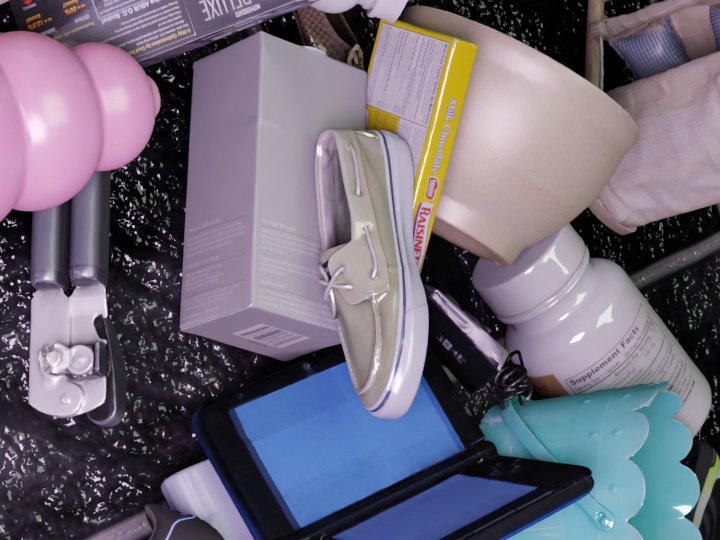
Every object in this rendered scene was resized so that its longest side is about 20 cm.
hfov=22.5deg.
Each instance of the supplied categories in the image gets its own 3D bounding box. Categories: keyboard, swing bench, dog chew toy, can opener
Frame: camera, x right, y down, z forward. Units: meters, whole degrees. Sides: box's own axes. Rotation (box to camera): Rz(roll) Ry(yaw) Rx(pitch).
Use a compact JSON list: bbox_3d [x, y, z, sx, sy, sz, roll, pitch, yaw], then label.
[{"bbox_3d":[0.083,0.050,1.277,0.040,0.200,0.104,-42,86,-6],"label":"keyboard"},{"bbox_3d":[0.279,-0.158,1.519,0.130,0.198,0.201,40,54,-28],"label":"swing bench"},{"bbox_3d":[-0.210,-0.086,1.076,0.199,0.124,0.126,-16,90,-34],"label":"dog chew toy"},{"bbox_3d":[-0.182,-0.001,1.154,0.066,0.052,0.202,38,48,-73],"label":"can opener"}]

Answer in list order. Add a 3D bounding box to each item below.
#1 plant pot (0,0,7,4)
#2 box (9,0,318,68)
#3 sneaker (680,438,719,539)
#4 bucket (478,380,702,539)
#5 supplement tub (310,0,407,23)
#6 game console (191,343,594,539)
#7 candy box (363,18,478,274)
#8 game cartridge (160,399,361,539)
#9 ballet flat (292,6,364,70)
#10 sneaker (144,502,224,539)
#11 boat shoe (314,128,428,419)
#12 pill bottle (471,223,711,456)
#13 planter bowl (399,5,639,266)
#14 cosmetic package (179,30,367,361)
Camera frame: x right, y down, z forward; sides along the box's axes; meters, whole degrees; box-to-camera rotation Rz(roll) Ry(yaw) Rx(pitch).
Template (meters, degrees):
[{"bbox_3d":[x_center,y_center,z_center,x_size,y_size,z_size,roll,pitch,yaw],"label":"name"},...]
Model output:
[{"bbox_3d":[-0.248,-0.232,1.072,0.201,0.199,0.135,-52,149,-38],"label":"plant pot"},{"bbox_3d":[-0.135,-0.215,1.144,0.159,0.198,0.050,71,20,-2],"label":"box"},{"bbox_3d":[0.269,0.228,1.492,0.083,0.071,0.201,50,50,-22],"label":"sneaker"},{"bbox_3d":[0.166,0.182,1.321,0.207,0.133,0.209,-5,90,-70],"label":"bucket"},{"bbox_3d":[-0.045,-0.264,1.236,0.198,0.145,0.145,22,61,-7],"label":"supplement tub"},{"bbox_3d":[0.021,0.117,1.176,0.199,0.170,0.119,-22,102,-34],"label":"game console"},{"bbox_3d":[0.023,-0.070,1.265,0.026,0.102,0.202,8,101,-34],"label":"candy box"},{"bbox_3d":[-0.022,0.166,1.216,0.199,0.040,0.134,-20,79,-34],"label":"game cartridge"},{"bbox_3d":[-0.031,-0.216,1.335,0.067,0.046,0.202,-16,87,-80],"label":"ballet flat"},{"bbox_3d":[-0.151,0.236,1.105,0.078,0.070,0.201,31,65,9],"label":"sneaker"},{"bbox_3d":[0.000,0.000,1.201,0.062,0.072,0.202,8,65,-29],"label":"boat shoe"},{"bbox_3d":[0.179,0.056,1.425,0.200,0.114,0.115,50,50,-21],"label":"pill bottle"},{"bbox_3d":[0.090,-0.088,1.346,0.199,0.200,0.136,30,86,-34],"label":"planter bowl"},{"bbox_3d":[-0.059,-0.051,1.252,0.106,0.090,0.202,19,64,-40],"label":"cosmetic package"}]
